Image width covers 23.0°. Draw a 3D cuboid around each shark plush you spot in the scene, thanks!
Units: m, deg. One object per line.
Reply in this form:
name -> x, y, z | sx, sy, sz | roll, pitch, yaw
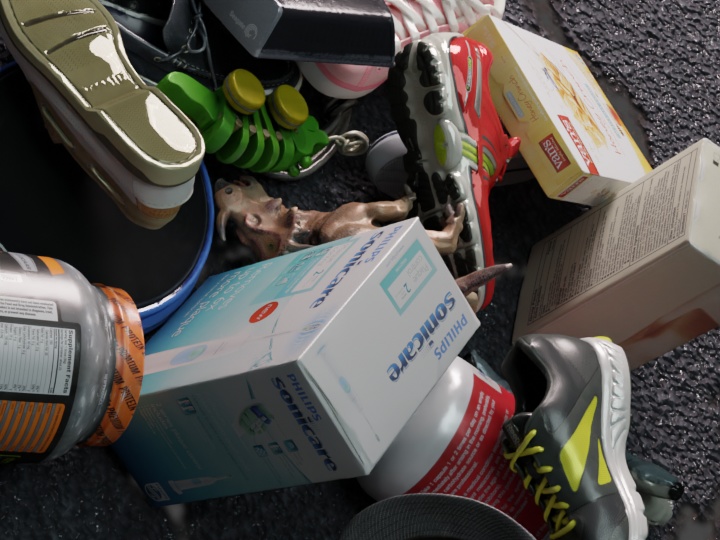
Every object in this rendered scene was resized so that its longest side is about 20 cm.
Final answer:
shark plush -> 0.149, 0.136, 1.314 | 0.199, 0.091, 0.083 | 28, 28, -3

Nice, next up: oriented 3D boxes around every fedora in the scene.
fedora -> 0.066, 0.233, 1.127 | 0.090, 0.175, 0.202 | -12, 95, -68

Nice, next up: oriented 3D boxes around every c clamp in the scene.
c clamp -> -0.068, -0.166, 1.307 | 0.170, 0.027, 0.201 | -28, 85, -42

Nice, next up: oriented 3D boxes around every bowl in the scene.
bowl -> -0.184, -0.050, 1.152 | 0.199, 0.039, 0.202 | 17, 59, -29

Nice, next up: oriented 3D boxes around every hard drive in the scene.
hard drive -> -0.064, -0.218, 1.252 | 0.134, 0.043, 0.200 | 0, 40, -37

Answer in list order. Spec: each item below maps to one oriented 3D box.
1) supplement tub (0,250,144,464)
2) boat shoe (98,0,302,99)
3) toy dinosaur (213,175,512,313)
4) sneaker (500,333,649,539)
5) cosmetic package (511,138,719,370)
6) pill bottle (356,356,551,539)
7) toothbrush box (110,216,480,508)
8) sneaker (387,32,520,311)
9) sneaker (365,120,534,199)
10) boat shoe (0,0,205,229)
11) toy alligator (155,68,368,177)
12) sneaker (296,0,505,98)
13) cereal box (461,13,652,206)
supplement tub -> -0.232, 0.047, 1.010 | 0.198, 0.122, 0.124 | 8, 63, -35
boat shoe -> -0.128, -0.162, 1.216 | 0.198, 0.062, 0.075 | 18, 47, -18
toy dinosaur -> 0.000, 0.000, 1.187 | 0.135, 0.199, 0.087 | -19, 124, -46
sneaker -> 0.127, 0.131, 1.132 | 0.084, 0.075, 0.202 | 14, 55, -22
cosmetic package -> 0.213, 0.000, 1.317 | 0.087, 0.200, 0.104 | 31, 54, -21
pill bottle -> 0.069, 0.128, 1.201 | 0.199, 0.112, 0.113 | 36, 51, -17
toothbrush box -> -0.048, 0.059, 1.082 | 0.147, 0.199, 0.086 | -48, 115, -40
sneaker -> 0.080, -0.069, 1.254 | 0.084, 0.077, 0.202 | -11, 98, -35
sneaker -> 0.069, -0.101, 1.357 | 0.199, 0.073, 0.071 | -6, 62, -48
boat shoe -> -0.175, -0.109, 1.116 | 0.074, 0.069, 0.200 | -18, 58, -36
toy alligator -> -0.058, -0.089, 1.217 | 0.199, 0.059, 0.055 | 16, 51, -45
sneaker -> 0.036, -0.192, 1.326 | 0.199, 0.104, 0.076 | -19, 77, -51
cereal box -> 0.157, -0.117, 1.364 | 0.145, 0.039, 0.200 | 60, 21, 15
